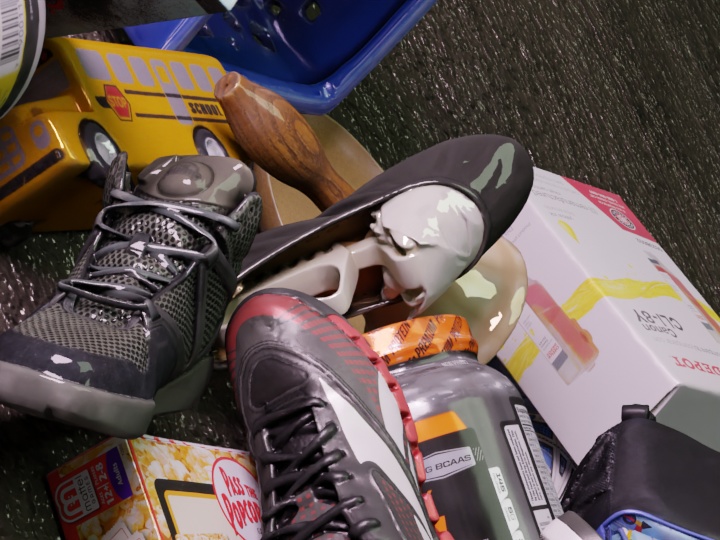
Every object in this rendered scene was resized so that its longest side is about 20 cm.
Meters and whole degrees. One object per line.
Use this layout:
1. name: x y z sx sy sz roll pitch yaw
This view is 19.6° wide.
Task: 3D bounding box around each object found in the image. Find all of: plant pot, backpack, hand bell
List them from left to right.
1. plant pot: -0.050 -0.224 1.149 0.180 0.200 0.199 52 19 22
2. hand bell: -0.010 -0.032 1.054 0.200 0.104 0.105 44 26 -38
3. plant pot: -0.004 -0.004 1.215 0.200 0.027 0.201 46 26 -31
4. backpack: 0.164 0.198 1.093 0.181 0.201 0.135 24 33 -6

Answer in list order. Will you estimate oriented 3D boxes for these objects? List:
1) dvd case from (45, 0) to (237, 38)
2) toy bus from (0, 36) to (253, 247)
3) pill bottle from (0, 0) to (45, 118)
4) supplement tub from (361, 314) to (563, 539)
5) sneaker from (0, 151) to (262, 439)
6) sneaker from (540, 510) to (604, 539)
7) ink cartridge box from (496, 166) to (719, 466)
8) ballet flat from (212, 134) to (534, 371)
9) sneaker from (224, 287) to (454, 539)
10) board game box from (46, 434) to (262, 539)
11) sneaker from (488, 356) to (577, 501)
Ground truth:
1. dvd case: -0.157 -0.151 0.860 0.146 0.199 0.022 45 59 -35
2. toy bus: -0.119 -0.062 0.979 0.079 0.065 0.200 64 22 9
3. pill bottle: -0.203 -0.083 0.754 0.115 0.114 0.200 58 22 -4
4. supplement tub: 0.039 0.131 0.997 0.122 0.122 0.202 11 56 -62
5. sneaker: -0.096 0.005 0.846 0.076 0.115 0.199 17 7 11
6. sneaker: 0.073 0.194 0.862 0.084 0.120 0.201 42 -20 45
7. ink cartridge box: 0.148 0.036 1.256 0.145 0.084 0.201 15 32 -49
8. ballet flat: 0.000 0.000 0.997 0.068 0.199 0.068 -121 -174 -61
9. sneaker: -0.010 0.098 0.886 0.202 0.070 0.098 66 20 11
10. board game box: -0.043 0.172 0.881 0.151 0.046 0.201 19 46 -59
11. sneaker: 0.103 0.120 1.231 0.077 0.075 0.201 44 24 -42
